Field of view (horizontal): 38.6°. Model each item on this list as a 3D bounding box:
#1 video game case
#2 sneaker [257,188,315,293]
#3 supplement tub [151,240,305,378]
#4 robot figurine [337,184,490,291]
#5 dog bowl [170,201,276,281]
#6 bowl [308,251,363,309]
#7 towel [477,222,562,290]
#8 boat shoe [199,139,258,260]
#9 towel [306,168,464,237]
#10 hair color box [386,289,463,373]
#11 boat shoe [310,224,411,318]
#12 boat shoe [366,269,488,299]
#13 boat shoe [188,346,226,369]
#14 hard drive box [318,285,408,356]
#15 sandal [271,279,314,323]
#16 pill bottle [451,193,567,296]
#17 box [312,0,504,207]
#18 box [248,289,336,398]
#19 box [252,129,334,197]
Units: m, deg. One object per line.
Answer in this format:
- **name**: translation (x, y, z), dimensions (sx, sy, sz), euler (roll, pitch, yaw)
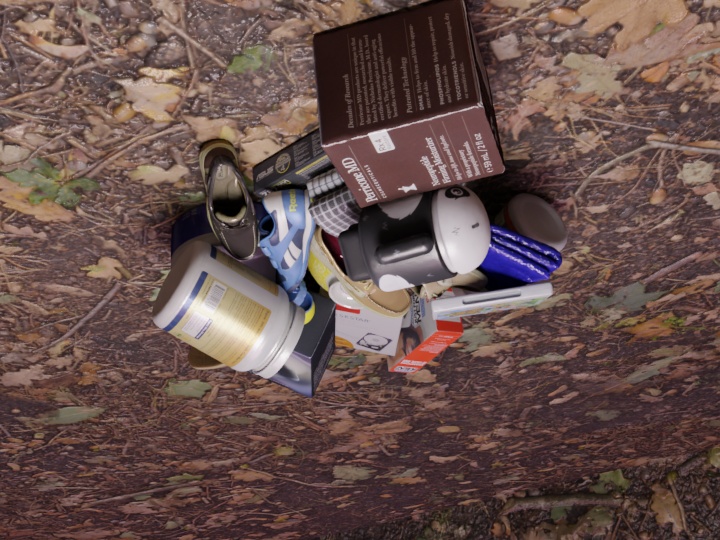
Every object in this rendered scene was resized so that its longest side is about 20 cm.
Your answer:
- **video game case**: translation (0.199, 0.050, 1.601), dimensions (0.180, 0.022, 0.200), euler (-9, 174, 3)
- **sneaker**: translation (-0.116, -0.047, 1.540), dimensions (0.081, 0.074, 0.201), euler (0, 135, -12)
- **supplement tub**: translation (-0.196, 0.062, 1.543), dimensions (0.199, 0.145, 0.144), euler (32, 139, -18)
- **robot figurine**: translation (0.073, -0.045, 1.360), dimensions (0.198, 0.151, 0.125), euler (-13, 139, 21)
- **dog bowl**: translation (-0.207, -0.030, 1.664), dimensions (0.198, 0.080, 0.201), euler (-5, 153, -2)
- **bowl**: translation (-0.004, -0.003, 1.674), dimensions (0.198, 0.109, 0.201), euler (7, 145, 5)
- **towel**: translation (0.203, -0.014, 1.543), dimensions (0.146, 0.050, 0.200), euler (20, 167, -6)
- **boat shoe**: translation (-0.191, -0.089, 1.489), dimensions (0.072, 0.065, 0.201), euler (-16, 128, -2)
- **towel**: translation (0.043, -0.096, 1.483), dimensions (0.165, 0.086, 0.199), euler (-24, 151, 29)
- **hair color box**: translation (0.118, 0.109, 1.977), dimensions (0.063, 0.112, 0.200), euler (7, 150, -24)
- **boat shoe**: translation (0.000, 0.000, 1.569), dimensions (0.199, 0.074, 0.066), euler (39, 168, -6)
- **boat shoe**: translation (0.098, 0.012, 1.536), dimensions (0.198, 0.066, 0.072), euler (14, 169, -23)
- **boat shoe**: translation (-0.244, 0.158, 2.034), dimensions (0.198, 0.072, 0.065), euler (-16, 151, 15)
- **hard drive box**: translation (0.002, 0.071, 1.869), dimensions (0.154, 0.077, 0.201), euler (10, 153, 3)
- **sandal**: translation (-0.165, 0.044, 1.657), dimensions (0.198, 0.080, 0.087), euler (-6, 151, -19)
- **pill bottle**: translation (0.241, -0.024, 1.704), dimensions (0.115, 0.117, 0.200), euler (10, 139, -30)
- **box**: translation (0.062, -0.206, 1.284), dimensions (0.198, 0.166, 0.166), euler (-13, 153, 13)
- **box**: translation (-0.154, 0.108, 1.820), dimensions (0.198, 0.124, 0.199), euler (21, 153, 9)
- **box**: translation (-0.035, -0.143, 1.515), dimensions (0.199, 0.050, 0.161), euler (-26, 150, 33)
